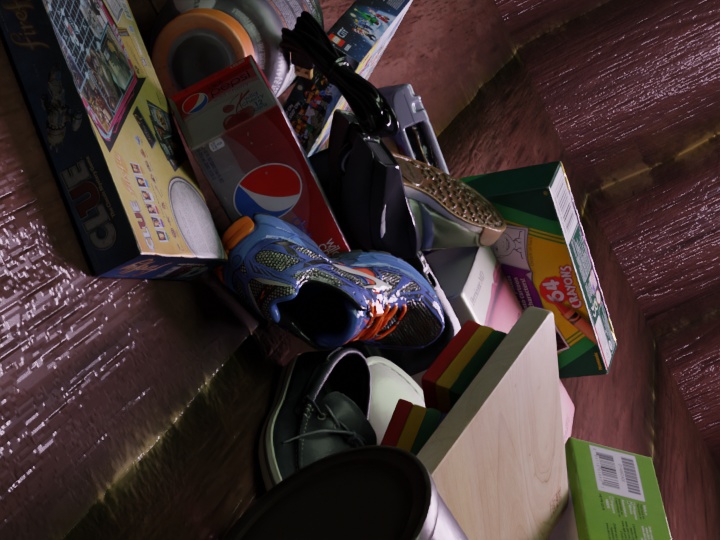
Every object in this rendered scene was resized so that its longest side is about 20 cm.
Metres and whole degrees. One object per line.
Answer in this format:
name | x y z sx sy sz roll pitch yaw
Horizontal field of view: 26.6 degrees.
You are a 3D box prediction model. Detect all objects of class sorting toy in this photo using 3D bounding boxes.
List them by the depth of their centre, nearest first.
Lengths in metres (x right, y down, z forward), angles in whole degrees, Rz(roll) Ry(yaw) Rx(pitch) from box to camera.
sorting toy | 0.068 0.155 1.075 0.199 0.069 0.201 -48 142 -38

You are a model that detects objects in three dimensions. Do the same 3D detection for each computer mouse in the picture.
computer mouse | -0.017 -0.090 1.095 0.141 0.046 0.200 53 -12 30

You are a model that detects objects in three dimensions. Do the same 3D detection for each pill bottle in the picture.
pill bottle | -0.096 -0.172 1.149 0.107 0.106 0.200 62 16 -10

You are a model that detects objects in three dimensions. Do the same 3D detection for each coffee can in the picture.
coffee can | 0.022 0.223 0.875 0.201 0.146 0.147 58 17 -25

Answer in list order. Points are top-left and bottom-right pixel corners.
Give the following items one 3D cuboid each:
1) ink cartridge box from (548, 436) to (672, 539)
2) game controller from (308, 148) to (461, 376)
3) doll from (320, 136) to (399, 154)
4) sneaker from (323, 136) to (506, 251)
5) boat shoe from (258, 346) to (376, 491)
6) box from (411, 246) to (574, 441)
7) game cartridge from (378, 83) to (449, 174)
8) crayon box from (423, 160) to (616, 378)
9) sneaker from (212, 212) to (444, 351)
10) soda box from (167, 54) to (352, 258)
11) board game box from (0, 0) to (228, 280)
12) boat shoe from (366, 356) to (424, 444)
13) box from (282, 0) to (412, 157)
ink cartridge box | 0.172 0.260 1.221 0.075 0.201 0.148 14 32 -9
game controller | 0.000 0.000 1.209 0.201 0.104 0.042 61 12 -17
doll | -0.015 -0.096 1.405 0.200 0.048 0.137 -6 74 -68
sneaker | 0.026 -0.047 1.304 0.199 0.090 0.067 19 33 -36
boat shoe | -0.025 0.116 1.039 0.075 0.062 0.200 60 18 -24
box | 0.098 0.092 1.362 0.201 0.108 0.128 61 24 -18
game cartridge | 0.057 -0.090 1.542 0.133 0.041 0.201 -156 -136 -77
crayon box | 0.129 0.010 1.421 0.201 0.171 0.058 69 28 -24
sneaker | -0.015 0.027 1.065 0.199 0.076 0.079 15 29 -39
soda box | -0.062 -0.051 1.075 0.064 0.070 0.201 61 -2 43
board game box | -0.158 -0.093 0.963 0.201 0.034 0.135 68 16 8
boat shoe | 0.040 0.163 1.182 0.072 0.060 0.203 -30 91 -32
box | -0.021 -0.159 1.267 0.038 0.137 0.200 32 30 -1
